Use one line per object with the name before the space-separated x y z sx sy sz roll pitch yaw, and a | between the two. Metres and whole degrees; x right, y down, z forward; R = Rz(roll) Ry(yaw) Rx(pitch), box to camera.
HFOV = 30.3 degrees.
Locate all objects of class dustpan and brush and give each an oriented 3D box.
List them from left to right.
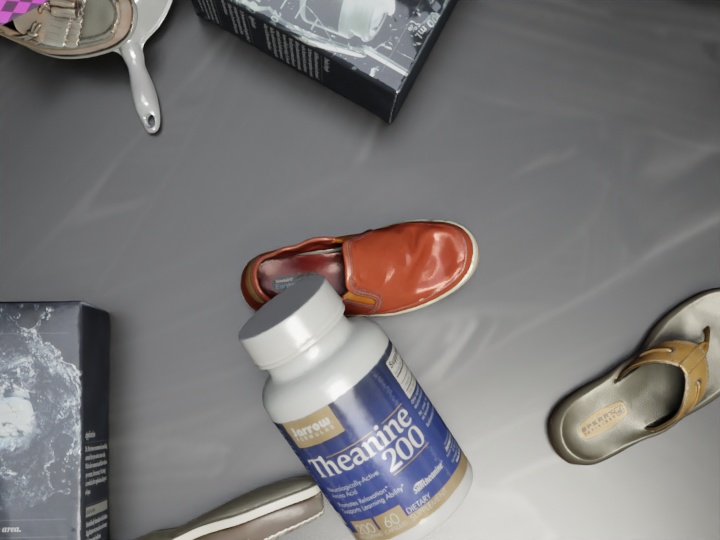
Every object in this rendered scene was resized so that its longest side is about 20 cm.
dustpan and brush | -0.204 -0.216 1.115 0.138 0.057 0.203 -16 79 10

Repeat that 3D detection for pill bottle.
pill bottle | -0.007 0.109 1.028 0.110 0.111 0.201 -35 104 -3

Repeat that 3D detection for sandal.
sandal | 0.242 0.090 1.085 0.199 0.055 0.082 -31 86 -3

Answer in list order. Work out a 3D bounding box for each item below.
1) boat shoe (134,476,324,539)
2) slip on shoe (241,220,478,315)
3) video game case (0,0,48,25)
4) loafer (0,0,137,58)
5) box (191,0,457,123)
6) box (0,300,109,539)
boat shoe | -0.115 0.225 1.065 0.198 0.072 0.060 -23 92 1
slip on shoe | 0.000 0.000 1.081 0.197 0.061 0.075 -7 83 -2
video game case | -0.252 -0.288 1.059 0.199 0.036 0.182 -30 52 -10
loafer | -0.276 -0.215 1.072 0.198 0.063 0.073 14 97 23
box | -0.010 -0.262 1.081 0.195 0.124 0.202 29 85 0
box | -0.304 0.128 1.048 0.194 0.117 0.203 -1 84 0
